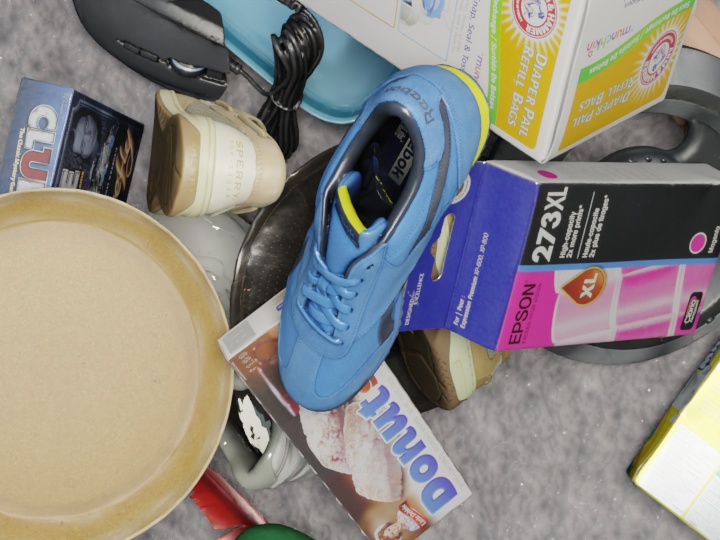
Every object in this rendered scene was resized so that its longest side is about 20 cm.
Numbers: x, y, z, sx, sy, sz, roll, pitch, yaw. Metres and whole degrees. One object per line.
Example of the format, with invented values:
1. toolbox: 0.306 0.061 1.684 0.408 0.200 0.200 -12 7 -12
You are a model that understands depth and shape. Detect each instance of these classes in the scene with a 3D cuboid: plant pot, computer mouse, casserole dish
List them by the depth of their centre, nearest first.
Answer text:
1. plant pot: -0.169 0.056 0.685 0.196 0.027 0.204 -1 93 -13
2. computer mouse: -0.112 -0.155 0.756 0.199 0.141 0.046 41 56 6
3. casserole dish: -0.036 -0.181 0.799 0.199 0.039 0.122 39 93 6

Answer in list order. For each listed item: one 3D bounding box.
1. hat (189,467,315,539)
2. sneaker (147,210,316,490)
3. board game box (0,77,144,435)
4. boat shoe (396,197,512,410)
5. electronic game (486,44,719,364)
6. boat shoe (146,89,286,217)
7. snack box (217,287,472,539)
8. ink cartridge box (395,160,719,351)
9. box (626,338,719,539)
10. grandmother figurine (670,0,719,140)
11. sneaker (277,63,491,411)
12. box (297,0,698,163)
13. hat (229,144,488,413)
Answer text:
1. hat: -0.039 0.159 0.739 0.196 0.166 0.179 5 77 -10
2. sneaker: -0.082 0.042 0.762 0.077 0.099 0.202 -30 85 18
3. board game box: -0.190 -0.005 0.760 0.034 0.135 0.204 13 90 8
4. boat shoe: 0.049 -0.018 0.691 0.075 0.202 0.072 -29 42 -19
5. electronic game: 0.164 -0.035 0.740 0.196 0.042 0.203 -3 114 -8
6. boat shoe: -0.087 -0.065 0.721 0.064 0.200 0.074 4 98 -16
7. snack box: -0.004 0.090 0.731 0.071 0.024 0.201 -37 126 -5
8. ink cartridge box: 0.115 -0.009 0.665 0.197 0.037 0.096 -1 115 -31
9. box: 0.267 0.080 0.759 0.117 0.048 0.201 36 94 6
10. grandmother figurine: 0.165 -0.168 0.731 0.200 0.061 0.121 42 95 -19
11. sneaker: -0.006 -0.008 0.597 0.066 0.078 0.202 35 120 16
12. box: 0.068 -0.162 0.654 0.112 0.103 0.199 -26 51 -35
13. hat: 0.000 0.000 0.757 0.198 0.081 0.204 -11 113 -25
